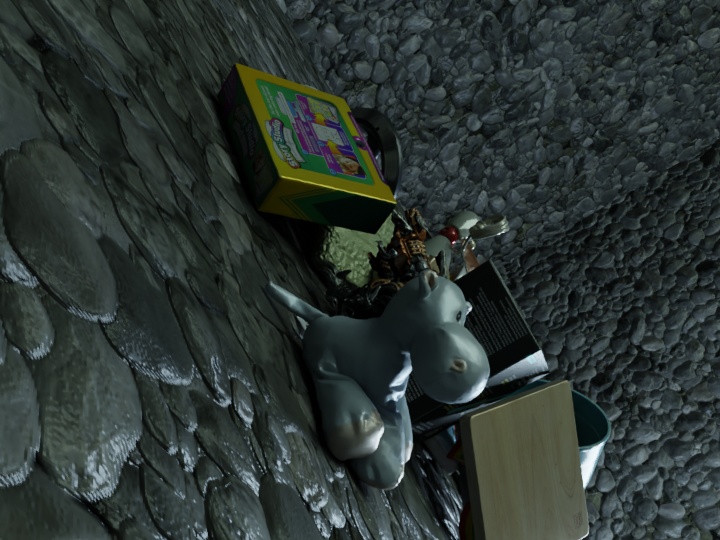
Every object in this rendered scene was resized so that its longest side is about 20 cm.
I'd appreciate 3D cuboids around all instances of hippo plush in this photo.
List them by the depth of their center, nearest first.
[{"bbox_3d":[0.039,0.082,0.777,0.159,0.159,0.202,47,15,-58],"label":"hippo plush"}]

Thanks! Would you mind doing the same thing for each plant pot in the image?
[{"bbox_3d":[0.278,0.304,1.332,0.201,0.196,0.191,-101,-162,-67],"label":"plant pot"}]

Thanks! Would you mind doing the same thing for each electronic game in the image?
[{"bbox_3d":[0.001,-0.172,1.411,0.041,0.200,0.202,0,53,-40],"label":"electronic game"}]

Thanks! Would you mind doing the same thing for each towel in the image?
[{"bbox_3d":[0.007,-0.027,1.124,0.199,0.036,0.151,38,55,-44],"label":"towel"}]

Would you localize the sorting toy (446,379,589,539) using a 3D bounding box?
[{"bbox_3d":[0.190,0.257,1.044,0.196,0.069,0.204,-10,93,-41],"label":"sorting toy"}]

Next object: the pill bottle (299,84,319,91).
[{"bbox_3d":[-0.067,-0.197,1.303,0.105,0.103,0.200,64,9,24],"label":"pill bottle"}]

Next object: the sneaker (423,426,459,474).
[{"bbox_3d":[0.109,0.182,1.169,0.074,0.081,0.202,48,16,-52],"label":"sneaker"}]

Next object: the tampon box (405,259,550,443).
[{"bbox_3d":[0.116,0.107,1.043,0.128,0.198,0.150,63,7,22],"label":"tampon box"}]

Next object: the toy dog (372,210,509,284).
[{"bbox_3d":[0.111,0.001,1.134,0.131,0.198,0.098,19,-49,58],"label":"toy dog"}]

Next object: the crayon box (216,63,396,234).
[{"bbox_3d":[-0.067,-0.146,1.010,0.170,0.058,0.202,9,43,-37],"label":"crayon box"}]

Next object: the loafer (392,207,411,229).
[{"bbox_3d":[0.033,-0.073,1.242,0.202,0.074,0.070,58,12,-23],"label":"loafer"}]

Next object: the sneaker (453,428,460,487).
[{"bbox_3d":[0.157,0.260,1.248,0.078,0.075,0.202,43,18,-55],"label":"sneaker"}]

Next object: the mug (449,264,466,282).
[{"bbox_3d":[0.167,0.094,1.302,0.153,0.150,0.187,42,17,0],"label":"mug"}]

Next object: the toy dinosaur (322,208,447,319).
[{"bbox_3d":[0.034,0.027,0.961,0.103,0.133,0.202,67,26,-45],"label":"toy dinosaur"}]

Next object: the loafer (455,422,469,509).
[{"bbox_3d":[0.163,0.227,1.121,0.072,0.062,0.204,17,69,-70],"label":"loafer"}]

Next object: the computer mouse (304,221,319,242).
[{"bbox_3d":[-0.082,-0.100,1.161,0.058,0.034,0.202,16,38,-55],"label":"computer mouse"}]
